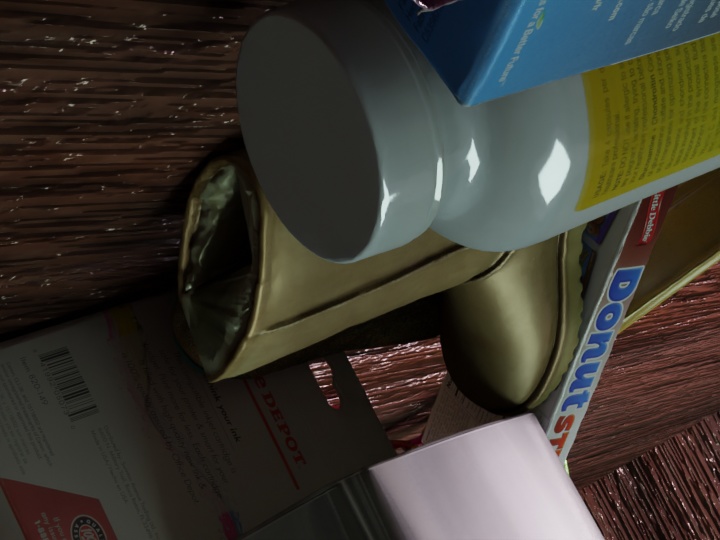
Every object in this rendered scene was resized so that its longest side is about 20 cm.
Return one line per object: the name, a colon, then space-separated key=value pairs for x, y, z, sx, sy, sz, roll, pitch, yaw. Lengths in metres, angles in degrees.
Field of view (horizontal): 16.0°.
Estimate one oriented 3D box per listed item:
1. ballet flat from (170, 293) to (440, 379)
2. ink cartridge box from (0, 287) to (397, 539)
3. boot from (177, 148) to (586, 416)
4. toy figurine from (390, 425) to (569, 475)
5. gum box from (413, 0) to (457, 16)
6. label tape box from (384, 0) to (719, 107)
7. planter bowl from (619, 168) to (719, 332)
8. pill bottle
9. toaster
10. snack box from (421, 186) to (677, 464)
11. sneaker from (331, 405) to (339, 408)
ballet flat: x=0.000 y=0.000 z=1.140 sx=0.199 sy=0.071 sz=0.071 roll=-16 pitch=164 yaw=-47
ink cartridge box: x=-0.090 y=0.077 z=1.117 sx=0.199 sy=0.117 sz=0.067 roll=-17 pitch=166 yaw=-41
boot: x=0.008 y=0.007 z=1.057 sx=0.199 sy=0.066 sz=0.176 roll=-20 pitch=128 yaw=-41
toy figurine: x=0.033 y=0.155 z=1.860 sx=0.183 sy=0.151 sz=0.200 roll=-10 pitch=-171 yaw=-16
gum box: x=0.069 y=-0.141 z=0.509 sx=0.199 sy=0.114 sz=0.066 roll=-23 pitch=169 yaw=-21
label tape box: x=0.110 y=-0.134 z=0.687 sx=0.199 sy=0.066 sz=0.144 roll=-21 pitch=153 yaw=-32
planter bowl: x=0.128 y=-0.022 z=1.246 sx=0.200 sy=0.084 sz=0.200 roll=-36 pitch=175 yaw=-3
pill bottle: x=0.064 y=-0.072 z=0.822 sx=0.199 sy=0.112 sz=0.112 roll=-21 pitch=168 yaw=-29
toaster: x=0.010 y=0.156 z=1.101 sx=0.200 sy=0.119 sz=0.180 roll=-33 pitch=170 yaw=32
snack box: x=0.084 y=0.018 z=1.155 sx=0.024 sy=0.072 sz=0.201 roll=-6 pitch=128 yaw=-37
sneaker: x=-0.071 y=0.149 z=1.618 sx=0.199 sy=0.071 sz=0.112 roll=-35 pitch=174 yaw=-4
